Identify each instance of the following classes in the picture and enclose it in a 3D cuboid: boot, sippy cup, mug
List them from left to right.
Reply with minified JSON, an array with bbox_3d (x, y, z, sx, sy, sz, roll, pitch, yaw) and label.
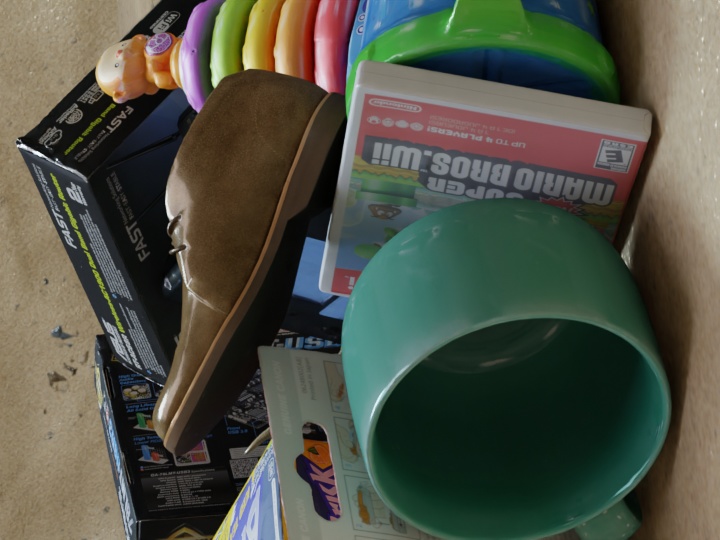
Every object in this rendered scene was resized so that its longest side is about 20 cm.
[{"bbox_3d":[-0.070,-0.006,1.483,0.074,0.075,0.201,27,-94,-80],"label":"boot"},{"bbox_3d":[0.060,-0.133,1.458,0.178,0.139,0.131,-33,48,46],"label":"sippy cup"},{"bbox_3d":[0.066,0.052,1.434,0.115,0.151,0.186,-104,13,-47],"label":"mug"}]

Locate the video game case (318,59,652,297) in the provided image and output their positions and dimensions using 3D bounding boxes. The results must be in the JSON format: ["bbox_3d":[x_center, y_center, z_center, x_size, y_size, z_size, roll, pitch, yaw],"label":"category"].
[{"bbox_3d":[0.058,-0.032,1.464,0.200,0.142,0.018,101,178,-60],"label":"video game case"}]

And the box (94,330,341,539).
[{"bbox_3d":[-0.060,0.105,1.857,0.199,0.199,0.050,-111,21,-54],"label":"box"}]

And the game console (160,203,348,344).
[{"bbox_3d":[0.000,0.000,1.625,0.200,0.176,0.031,141,135,-60],"label":"game console"}]

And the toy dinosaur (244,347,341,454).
[{"bbox_3d":[0.007,0.039,1.828,0.058,0.200,0.101,23,135,29],"label":"toy dinosaur"}]

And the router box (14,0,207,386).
[{"bbox_3d":[-0.104,-0.048,1.715,0.062,0.150,0.200,25,151,35],"label":"router box"}]

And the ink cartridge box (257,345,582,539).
[{"bbox_3d":[0.040,0.126,1.478,0.047,0.199,0.161,-57,32,40],"label":"ink cartridge box"}]

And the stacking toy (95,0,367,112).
[{"bbox_3d":[-0.056,-0.113,1.583,0.110,0.199,0.117,57,-140,-52],"label":"stacking toy"}]

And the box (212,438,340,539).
[{"bbox_3d":[-0.046,0.170,1.552,0.200,0.064,0.070,121,151,-48],"label":"box"}]
